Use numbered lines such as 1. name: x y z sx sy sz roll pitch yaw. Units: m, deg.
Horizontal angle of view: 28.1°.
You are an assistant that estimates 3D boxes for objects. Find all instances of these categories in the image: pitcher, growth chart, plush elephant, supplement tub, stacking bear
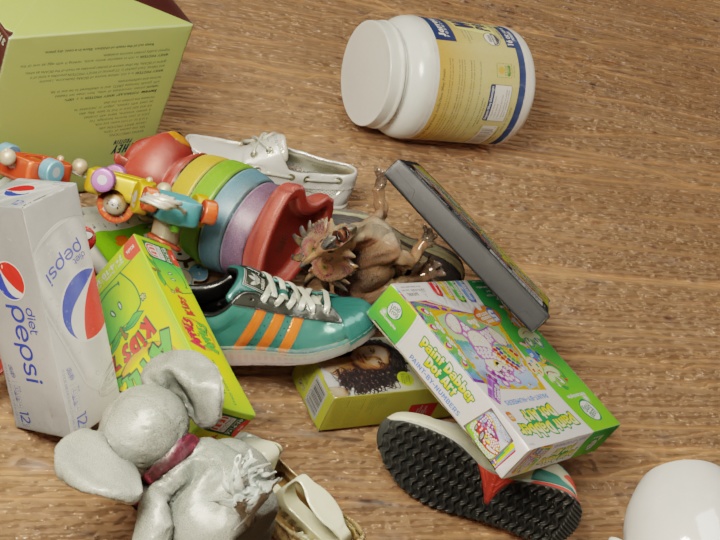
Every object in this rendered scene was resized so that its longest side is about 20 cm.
1. pitcher: 0.271 0.271 1.263 0.170 0.122 0.201 5 51 -2
2. growth chart: -0.196 -0.037 1.420 0.145 0.018 0.200 42 41 18
3. plush elephant: -0.146 0.156 1.077 0.155 0.201 0.164 44 48 16
4. supplement tub: 0.091 -0.225 1.703 0.199 0.145 0.145 1 44 -29
5. stacking bear: -0.146 -0.067 1.386 0.199 0.114 0.121 29 5 20

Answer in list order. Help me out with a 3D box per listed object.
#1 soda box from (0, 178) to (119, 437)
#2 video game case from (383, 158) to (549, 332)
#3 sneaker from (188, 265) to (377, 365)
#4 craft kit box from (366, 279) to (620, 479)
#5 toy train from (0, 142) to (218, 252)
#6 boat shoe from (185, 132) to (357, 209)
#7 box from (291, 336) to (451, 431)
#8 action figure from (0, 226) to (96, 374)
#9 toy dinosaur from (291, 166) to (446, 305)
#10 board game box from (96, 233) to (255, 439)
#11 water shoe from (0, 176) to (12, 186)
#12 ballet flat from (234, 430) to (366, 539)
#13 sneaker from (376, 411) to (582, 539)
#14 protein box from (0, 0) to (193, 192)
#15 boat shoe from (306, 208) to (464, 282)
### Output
1. soda box: -0.253 0.031 1.157 0.068 0.202 0.063 6 24 33
2. video game case: 0.107 -0.027 1.388 0.200 0.025 0.181 46 8 3
3. sneaker: -0.083 0.036 1.294 0.198 0.080 0.072 -5 29 -4
4. craft kit box: 0.126 0.093 1.326 0.198 0.049 0.199 52 26 20
5. toy train: -0.228 -0.061 1.292 0.199 0.056 0.150 19 9 26
6. boat shoe: -0.097 -0.116 1.515 0.199 0.070 0.071 14 33 -22
7. box: 0.039 0.103 1.366 0.199 0.050 0.075 -3 45 -33
8. action figure: -0.290 0.007 1.216 0.065 0.100 0.200 6 39 28
9. toy dinosaur: 0.000 0.000 1.357 0.135 0.201 0.086 -35 48 -20
10. board game box: -0.174 0.077 1.222 0.047 0.102 0.201 23 28 -49
11. water shoe: -0.318 -0.018 1.283 0.078 0.072 0.201 26 38 -5
12. ballet flat: -0.068 0.181 1.199 0.200 0.066 0.070 38 39 15
13. sneaker: 0.108 0.178 1.317 0.199 0.071 0.093 23 20 -1
14. protein box: -0.301 -0.190 1.387 0.198 0.201 0.135 -13 51 -39
15. boat shoe: 0.016 -0.004 1.459 0.198 0.075 0.074 15 38 -13
